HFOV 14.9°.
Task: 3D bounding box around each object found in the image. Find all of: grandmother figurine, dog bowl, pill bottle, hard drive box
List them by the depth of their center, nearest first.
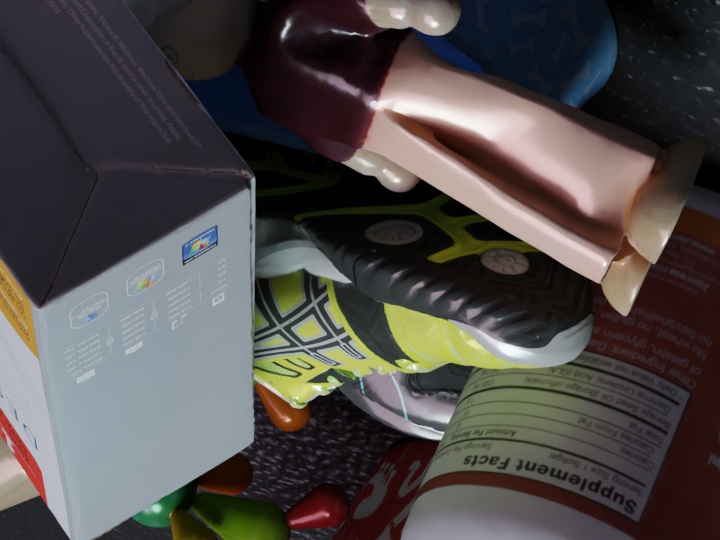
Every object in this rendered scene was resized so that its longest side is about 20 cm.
[{"bbox_3d":[0.007,-0.056,0.864,0.199,0.061,0.121,24,144,3],"label":"grandmother figurine"},{"bbox_3d":[-0.105,-0.022,0.886,0.156,0.077,0.200,53,164,20],"label":"hard drive box"},{"bbox_3d":[-0.012,-0.086,0.945,0.199,0.050,0.112,14,148,25],"label":"dog bowl"},{"bbox_3d":[0.081,0.076,0.952,0.112,0.201,0.112,20,154,10],"label":"pill bottle"}]

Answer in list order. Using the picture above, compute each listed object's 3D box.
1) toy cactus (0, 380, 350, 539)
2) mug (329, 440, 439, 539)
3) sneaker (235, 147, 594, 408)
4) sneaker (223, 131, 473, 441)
[{"bbox_3d":[-0.113,0.062,1.184,0.165,0.102,0.200,-33,110,16],"label":"toy cactus"},{"bbox_3d":[-0.004,0.181,1.205,0.177,0.200,0.134,9,146,34],"label":"mug"},{"bbox_3d":[0.000,0.009,0.963,0.199,0.075,0.077,15,119,41],"label":"sneaker"},{"bbox_3d":[0.000,0.000,1.045,0.199,0.076,0.079,26,149,6],"label":"sneaker"}]
